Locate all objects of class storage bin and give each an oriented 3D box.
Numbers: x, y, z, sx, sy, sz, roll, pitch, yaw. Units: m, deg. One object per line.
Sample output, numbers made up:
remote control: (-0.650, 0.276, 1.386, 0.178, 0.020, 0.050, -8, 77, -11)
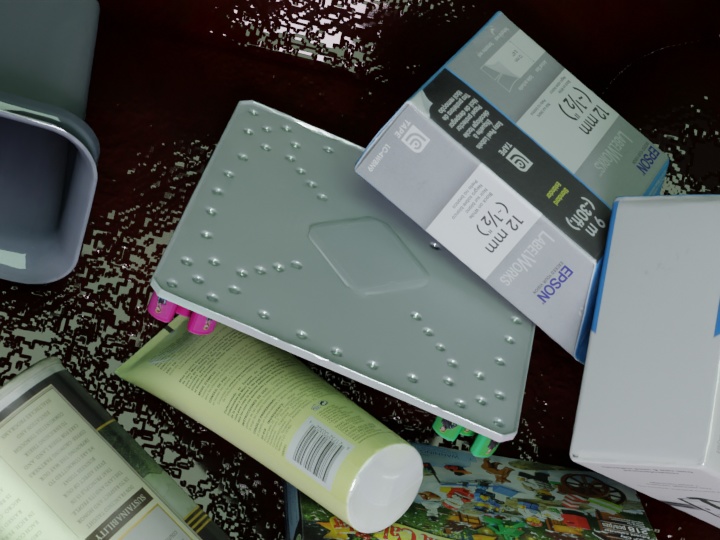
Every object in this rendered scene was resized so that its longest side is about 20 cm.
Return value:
storage bin: (-0.234, -0.092, 0.956, 0.200, 0.146, 0.134, 15, 48, -8)

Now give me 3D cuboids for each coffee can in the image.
coffee can: (-0.138, 0.164, 0.894, 0.200, 0.146, 0.146, 46, 73, 2)

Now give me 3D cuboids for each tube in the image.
tube: (-0.048, 0.071, 0.941, 0.058, 0.200, 0.052, -4, 115, -43)

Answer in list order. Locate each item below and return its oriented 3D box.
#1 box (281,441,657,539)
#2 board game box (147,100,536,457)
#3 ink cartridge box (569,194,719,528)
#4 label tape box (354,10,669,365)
box: (0.060, 0.142, 0.945, 0.200, 0.137, 0.038, 10, 110, -8)
board game box: (0.000, 0.000, 0.966, 0.200, 0.026, 0.200, 24, 35, -4)
ink cartridge box: (0.209, 0.059, 0.961, 0.200, 0.084, 0.146, 26, 69, -47)
label tape box: (0.113, -0.041, 1.000, 0.200, 0.066, 0.143, 39, 37, 2)
